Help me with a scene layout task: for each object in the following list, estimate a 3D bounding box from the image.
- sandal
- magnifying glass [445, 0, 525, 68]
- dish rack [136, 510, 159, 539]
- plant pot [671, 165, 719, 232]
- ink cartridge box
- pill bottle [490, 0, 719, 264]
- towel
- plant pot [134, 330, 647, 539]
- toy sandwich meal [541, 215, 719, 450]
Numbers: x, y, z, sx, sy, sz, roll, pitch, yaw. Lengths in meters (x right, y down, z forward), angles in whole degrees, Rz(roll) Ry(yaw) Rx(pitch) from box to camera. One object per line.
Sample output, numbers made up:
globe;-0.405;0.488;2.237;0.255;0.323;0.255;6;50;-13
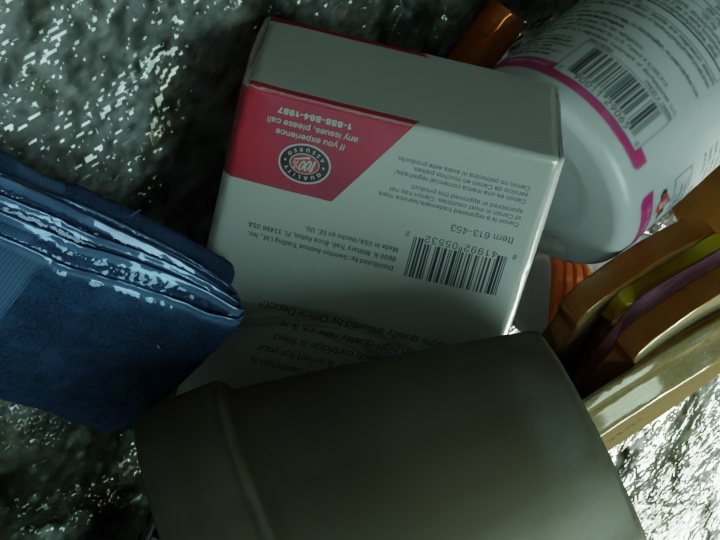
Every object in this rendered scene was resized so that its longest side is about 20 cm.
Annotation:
sandal;0.117;0.005;0.978;0.207;0.059;0.079;10;88;-55
magnifying glass;0.017;-0.053;0.871;0.200;0.022;0.080;-54;141;6
dish rack;-0.031;0.173;0.901;0.200;0.055;0.154;25;89;-19
plant pot;0.299;-0.048;1.022;0.183;0.200;0.200;-39;143;13
ink cartridge box;0.000;0.000;0.796;0.144;0.084;0.200;13;120;-3
pill bottle;0.156;-0.102;0.877;0.200;0.113;0.114;-38;141;-27
towel;-0.152;0.007;0.695;0.200;0.049;0.112;24;124;-38
plant pot;0.023;0.114;0.721;0.173;0.200;0.200;-26;139;-1
toy sandwich meal;0.123;0.054;0.893;0.205;0.070;0.205;-31;167;-8
